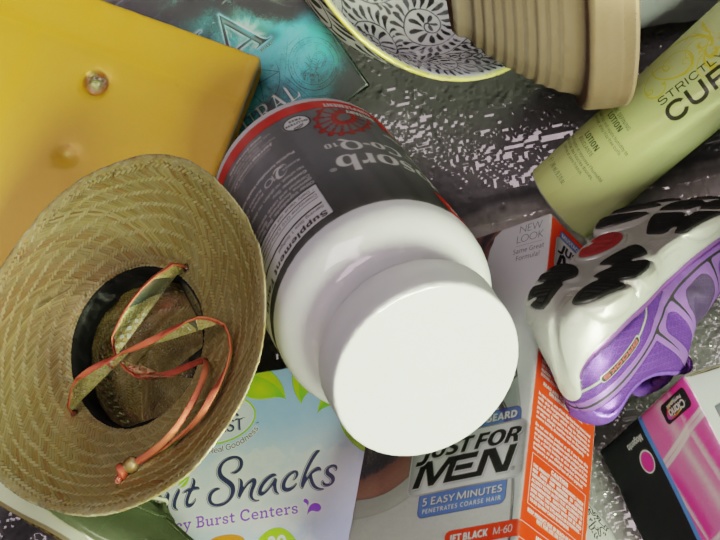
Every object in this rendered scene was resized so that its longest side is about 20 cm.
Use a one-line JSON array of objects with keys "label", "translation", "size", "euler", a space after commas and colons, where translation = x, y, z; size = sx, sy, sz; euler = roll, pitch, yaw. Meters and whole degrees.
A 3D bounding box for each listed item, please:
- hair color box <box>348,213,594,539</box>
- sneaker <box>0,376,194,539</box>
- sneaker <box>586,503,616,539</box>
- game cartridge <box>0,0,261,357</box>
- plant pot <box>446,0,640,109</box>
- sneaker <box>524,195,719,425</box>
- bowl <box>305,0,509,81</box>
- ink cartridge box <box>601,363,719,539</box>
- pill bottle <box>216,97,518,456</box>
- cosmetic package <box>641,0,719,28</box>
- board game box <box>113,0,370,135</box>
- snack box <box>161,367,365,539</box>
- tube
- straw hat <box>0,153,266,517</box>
[{"label": "hair color box", "translation": [0.063, 0.080, 0.785], "size": [0.110, 0.064, 0.202], "euler": [-19, 45, 36]}, {"label": "sneaker", "translation": [-0.151, 0.101, 0.817], "size": [0.198, 0.067, 0.091], "euler": [25, 78, 21]}, {"label": "sneaker", "translation": [0.111, 0.175, 0.765], "size": [0.067, 0.108, 0.203], "euler": [-27, 67, 6]}, {"label": "game cartridge", "translation": [-0.171, -0.062, 0.874], "size": [0.174, 0.032, 0.202], "euler": [20, 74, 0]}, {"label": "plant pot", "translation": [0.088, -0.183, 0.802], "size": [0.091, 0.201, 0.204], "euler": [-8, 70, 2]}, {"label": "sneaker", "translation": [0.153, 0.017, 0.792], "size": [0.080, 0.199, 0.085], "euler": [1, 114, 43]}, {"label": "bowl", "translation": [0.024, -0.203, 0.904], "size": [0.094, 0.199, 0.204], "euler": [-13, 60, 60]}, {"label": "ink cartridge box", "translation": [0.196, 0.157, 0.755], "size": [0.037, 0.095, 0.202], "euler": [-13, 65, -29]}, {"label": "pill bottle", "translation": [0.000, 0.000, 0.772], "size": [0.115, 0.116, 0.200], "euler": [-37, 35, 2]}, {"label": "cosmetic package", "translation": [0.177, -0.252, 0.889], "size": [0.100, 0.071, 0.202], "euler": [-12, 69, -11]}, {"label": "board game box", "translation": [-0.112, -0.112, 0.934], "size": [0.199, 0.028, 0.136], "euler": [-36, 93, 5]}, {"label": "snack box", "translation": [-0.070, 0.149, 0.849], "size": [0.197, 0.068, 0.171], "euler": [-9, 71, 13]}, {"label": "tube", "translation": [0.183, -0.101, 0.832], "size": [0.200, 0.052, 0.058], "euler": [-41, 88, 21]}, {"label": "straw hat", "translation": [-0.105, 0.047, 0.781], "size": [0.199, 0.085, 0.204], "euler": [-15, 61, 29]}]
